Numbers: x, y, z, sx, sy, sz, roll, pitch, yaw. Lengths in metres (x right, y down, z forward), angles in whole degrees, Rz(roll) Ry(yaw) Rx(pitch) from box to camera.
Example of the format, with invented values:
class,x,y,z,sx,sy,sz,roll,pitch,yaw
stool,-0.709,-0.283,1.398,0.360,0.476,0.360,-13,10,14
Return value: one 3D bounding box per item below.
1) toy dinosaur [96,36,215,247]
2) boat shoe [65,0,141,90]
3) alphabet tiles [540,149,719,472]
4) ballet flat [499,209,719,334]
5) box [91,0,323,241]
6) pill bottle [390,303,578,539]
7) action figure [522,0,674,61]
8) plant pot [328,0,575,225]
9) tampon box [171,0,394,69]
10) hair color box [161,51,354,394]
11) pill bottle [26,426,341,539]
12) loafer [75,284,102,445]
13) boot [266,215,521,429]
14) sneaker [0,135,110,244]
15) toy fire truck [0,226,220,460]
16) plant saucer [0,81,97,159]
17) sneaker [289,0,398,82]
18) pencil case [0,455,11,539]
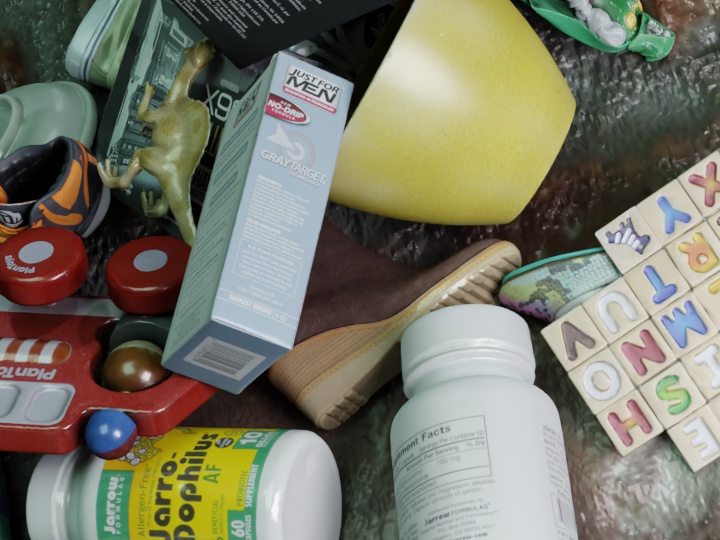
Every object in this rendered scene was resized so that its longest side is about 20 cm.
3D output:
class,x,y,z,sx,sy,sz,roll,pitch,yaw
toy dinosaur,-0.137,-0.075,1.275,0.101,0.058,0.202,-21,64,44
boat shoe,-0.177,-0.236,1.514,0.062,0.072,0.201,26,76,7
alphabet tiles,0.227,0.026,1.174,0.199,0.008,0.168,-34,82,1
ballet flat,0.193,0.010,1.212,0.198,0.069,0.072,-17,68,11
box,-0.123,-0.111,1.352,0.200,0.050,0.159,31,104,49
pill bottle,0.078,0.130,1.157,0.113,0.114,0.201,-14,57,15
action figure,0.150,-0.222,1.318,0.199,0.055,0.118,37,45,-6
plant pot,0.068,-0.112,1.268,0.141,0.200,0.201,28,71,-6
tampon box,-0.034,-0.258,1.213,0.199,0.126,0.151,-18,46,34
hair color box,-0.067,-0.031,1.177,0.099,0.060,0.201,-39,34,57
pill bottle,-0.123,0.163,1.223,0.198,0.113,0.114,0,62,23
loafer,-0.230,0.063,1.355,0.072,0.063,0.201,-28,55,4
boot,0.000,0.000,1.289,0.199,0.072,0.167,-37,56,4
sneaker,-0.262,-0.015,1.303,0.077,0.112,0.201,24,76,14
toy fire truck,-0.186,0.066,1.216,0.198,0.113,0.169,4,39,11
plant saucer,-0.303,-0.087,1.444,0.199,0.050,0.201,-27,39,24
sneaker,-0.016,-0.169,1.389,0.129,0.080,0.200,-8,49,28
pencil case,-0.313,0.141,1.333,0.092,0.085,0.201,-22,55,14
